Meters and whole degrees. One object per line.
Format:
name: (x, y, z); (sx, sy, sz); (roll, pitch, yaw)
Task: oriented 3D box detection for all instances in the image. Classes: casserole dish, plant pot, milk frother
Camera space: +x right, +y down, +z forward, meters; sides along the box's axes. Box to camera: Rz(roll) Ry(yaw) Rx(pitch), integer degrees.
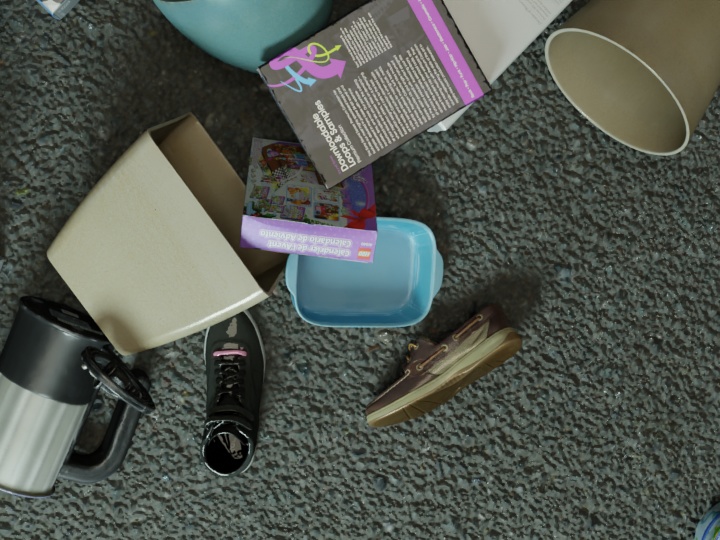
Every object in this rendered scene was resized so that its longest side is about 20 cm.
casserole dish: (0.000, 0.000, 1.327); (0.198, 0.039, 0.122); (1, 96, -29)
plant pot: (0.335, -0.262, 1.302); (0.187, 0.187, 0.200); (43, 77, -7)
milk frother: (-0.318, 0.152, 1.262); (0.179, 0.200, 0.189); (23, 94, -8)
plant pot: (-0.207, -0.025, 1.267); (0.176, 0.200, 0.201); (-35, 97, 12)
plant pot: (-0.106, -0.288, 1.257); (0.199, 0.200, 0.135); (-30, 128, -1)

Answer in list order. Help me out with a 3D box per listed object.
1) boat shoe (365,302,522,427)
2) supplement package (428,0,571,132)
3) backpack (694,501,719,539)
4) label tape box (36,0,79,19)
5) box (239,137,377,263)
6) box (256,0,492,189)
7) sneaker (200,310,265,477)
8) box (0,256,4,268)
boat shoe: (0.085, 0.107, 1.367); (0.199, 0.072, 0.072); (-34, 67, 10)
supplement package: (0.111, -0.262, 1.297); (0.120, 0.121, 0.200); (44, 90, -8)
backpack: (0.474, 0.359, 1.392); (0.162, 0.154, 0.202); (-22, 84, 4)
label tape box: (-0.310, -0.392, 1.277); (0.143, 0.066, 0.200); (44, 92, -7)
box: (-0.054, -0.078, 1.264); (0.135, 0.200, 0.039); (7, 118, -5)
box: (0.014, -0.194, 1.218); (0.199, 0.036, 0.144); (-31, 98, -1)
sneaker: (-0.141, 0.137, 1.327); (0.070, 0.099, 0.202); (0, 94, -3)
box: (-0.432, 0.055, 1.243); (0.036, 0.200, 0.145); (21, 94, -3)
